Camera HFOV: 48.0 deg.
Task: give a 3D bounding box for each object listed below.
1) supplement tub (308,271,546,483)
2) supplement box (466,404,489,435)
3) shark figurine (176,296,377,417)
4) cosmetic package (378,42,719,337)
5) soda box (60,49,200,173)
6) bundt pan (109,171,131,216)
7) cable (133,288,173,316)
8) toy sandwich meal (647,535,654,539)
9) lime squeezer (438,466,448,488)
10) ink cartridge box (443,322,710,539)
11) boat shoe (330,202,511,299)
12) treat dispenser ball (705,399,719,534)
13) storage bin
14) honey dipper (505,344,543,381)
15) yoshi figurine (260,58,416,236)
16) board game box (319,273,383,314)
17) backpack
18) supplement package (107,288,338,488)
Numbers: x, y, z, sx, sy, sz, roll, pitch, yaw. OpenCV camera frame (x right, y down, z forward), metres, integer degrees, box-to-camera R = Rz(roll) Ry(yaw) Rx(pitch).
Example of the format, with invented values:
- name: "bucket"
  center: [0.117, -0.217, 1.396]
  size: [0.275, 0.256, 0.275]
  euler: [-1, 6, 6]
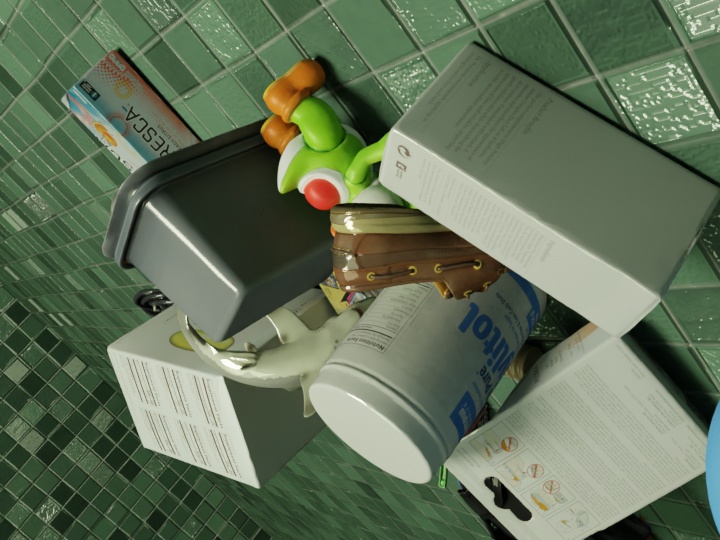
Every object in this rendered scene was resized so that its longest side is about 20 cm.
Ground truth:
- name: "supplement tub"
  center: [0.063, 0.067, 0.707]
  size: [0.131, 0.200, 0.132]
  euler: [30, 154, 17]
- name: "supplement box"
  center: [0.068, 0.177, 1.045]
  size: [0.199, 0.061, 0.109]
  euler: [26, 151, 29]
- name: "shark figurine"
  center: [-0.090, 0.088, 0.778]
  size: [0.212, 0.129, 0.090]
  euler: [2, 152, 9]
- name: "cosmetic package"
  center: [0.123, -0.056, 0.544]
  size: [0.199, 0.102, 0.074]
  euler: [36, 156, 11]
- name: "soda box"
  center: [-0.239, -0.146, 0.920]
  size: [0.200, 0.069, 0.063]
  euler: [48, 153, -20]
- name: "bundt pan"
  center: [-0.266, -0.048, 1.116]
  size: [0.201, 0.076, 0.202]
  euler: [32, 154, 18]
- name: "cable"
  center: [-0.220, 0.057, 1.146]
  size: [0.162, 0.051, 0.199]
  euler: [-2, 173, 35]
- name: "toy sandwich meal"
  center: [0.276, 0.335, 1.022]
  size: [0.204, 0.070, 0.206]
  euler: [34, 159, 15]
- name: "lime squeezer"
  center: [0.088, 0.156, 0.925]
  size: [0.037, 0.071, 0.201]
  euler: [-5, 123, 25]
- name: "ink cartridge box"
  center: [0.192, 0.154, 0.721]
  size: [0.200, 0.050, 0.162]
  euler: [-38, 105, 24]
- name: "boat shoe"
  center: [0.072, -0.013, 0.613]
  size: [0.198, 0.068, 0.072]
  euler: [2, -172, -15]
- name: "treat dispenser ball"
  center: [0.306, 0.121, 0.465]
  size: [0.200, 0.201, 0.201]
  euler: [31, 154, 17]
- name: "storage bin"
  center: [-0.109, -0.027, 0.734]
  size: [0.134, 0.199, 0.146]
  euler: [47, 134, 13]
- name: "honey dipper"
  center: [0.105, 0.078, 0.866]
  size: [0.199, 0.038, 0.038]
  euler: [14, 145, 48]
- name: "yoshi figurine"
  center: [0.010, -0.087, 0.686]
  size: [0.200, 0.112, 0.112]
  euler: [49, 116, 12]
- name: "board game box"
  center: [0.000, 0.000, 0.852]
  size: [0.135, 0.035, 0.201]
  euler: [2, 129, 53]
- name: "backpack"
  center: [0.196, 0.235, 0.863]
  size: [0.200, 0.154, 0.191]
  euler: [49, 153, 4]
- name: "supplement package"
  center: [-0.145, 0.118, 0.951]
  size: [0.199, 0.191, 0.148]
  euler: [7, 121, 37]
